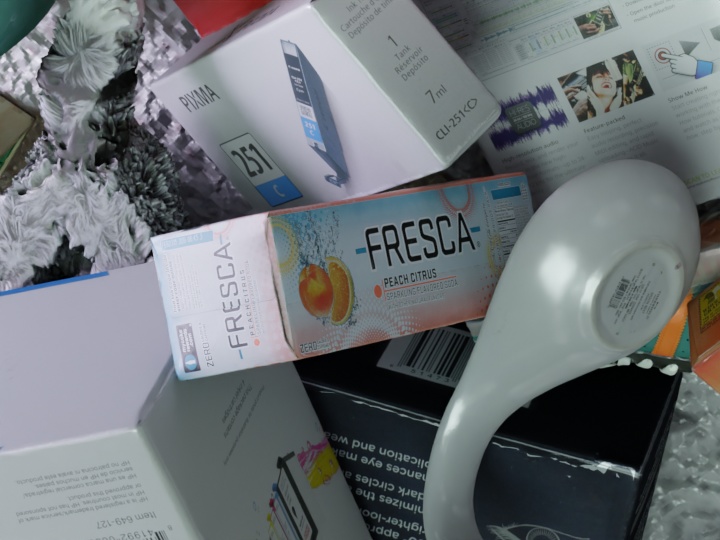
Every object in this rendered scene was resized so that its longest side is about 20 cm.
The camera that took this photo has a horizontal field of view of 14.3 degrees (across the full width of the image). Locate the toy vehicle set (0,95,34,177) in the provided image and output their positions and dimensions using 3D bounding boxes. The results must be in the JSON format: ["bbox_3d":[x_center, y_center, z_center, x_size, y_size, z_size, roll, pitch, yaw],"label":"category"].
[{"bbox_3d":[-0.239,0.012,1.429,0.027,0.124,0.200,35,122,-1],"label":"toy vehicle set"}]

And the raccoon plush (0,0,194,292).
[{"bbox_3d":[-0.100,-0.047,1.361,0.097,0.134,0.200,27,112,11],"label":"raccoon plush"}]

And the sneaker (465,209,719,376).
[{"bbox_3d":[0.150,0.022,1.330,0.200,0.071,0.080,-14,109,17],"label":"sneaker"}]

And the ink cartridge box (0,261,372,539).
[{"bbox_3d":[-0.098,0.119,1.278,0.147,0.145,0.200,-11,119,24],"label":"ink cartridge box"}]

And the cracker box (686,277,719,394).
[{"bbox_3d":[0.261,0.049,1.270,0.200,0.058,0.134,40,118,-20],"label":"cracker box"}]

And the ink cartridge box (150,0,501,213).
[{"bbox_3d":[-0.045,-0.110,1.286,0.176,0.045,0.200,50,157,-10],"label":"ink cartridge box"}]

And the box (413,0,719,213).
[{"bbox_3d":[0.104,-0.115,1.302,0.144,0.036,0.200,-19,110,26],"label":"box"}]

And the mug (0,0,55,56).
[{"bbox_3d":[-0.205,-0.161,1.285,0.185,0.114,0.152,-40,95,22],"label":"mug"}]

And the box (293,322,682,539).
[{"bbox_3d":[0.035,0.127,1.400,0.197,0.117,0.200,16,119,10],"label":"box"}]

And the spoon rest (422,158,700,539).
[{"bbox_3d":[0.082,0.040,1.262,0.099,0.061,0.200,22,99,-41],"label":"spoon rest"}]

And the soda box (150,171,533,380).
[{"bbox_3d":[0.000,0.000,1.241,0.068,0.200,0.064,-11,89,35],"label":"soda box"}]
